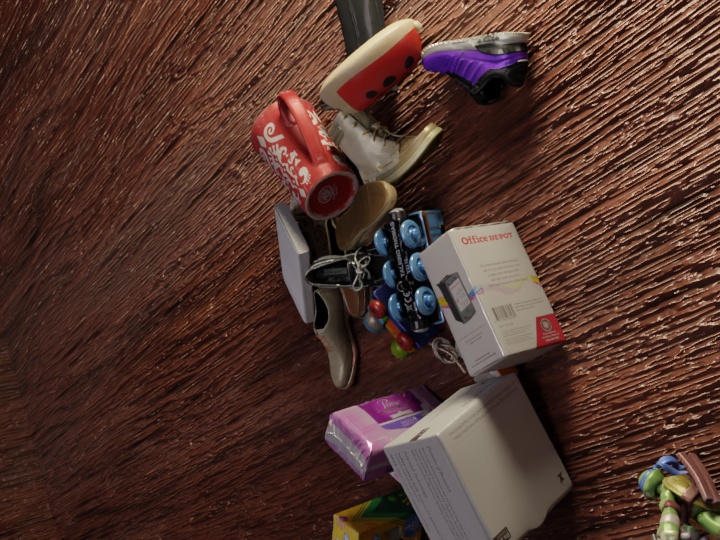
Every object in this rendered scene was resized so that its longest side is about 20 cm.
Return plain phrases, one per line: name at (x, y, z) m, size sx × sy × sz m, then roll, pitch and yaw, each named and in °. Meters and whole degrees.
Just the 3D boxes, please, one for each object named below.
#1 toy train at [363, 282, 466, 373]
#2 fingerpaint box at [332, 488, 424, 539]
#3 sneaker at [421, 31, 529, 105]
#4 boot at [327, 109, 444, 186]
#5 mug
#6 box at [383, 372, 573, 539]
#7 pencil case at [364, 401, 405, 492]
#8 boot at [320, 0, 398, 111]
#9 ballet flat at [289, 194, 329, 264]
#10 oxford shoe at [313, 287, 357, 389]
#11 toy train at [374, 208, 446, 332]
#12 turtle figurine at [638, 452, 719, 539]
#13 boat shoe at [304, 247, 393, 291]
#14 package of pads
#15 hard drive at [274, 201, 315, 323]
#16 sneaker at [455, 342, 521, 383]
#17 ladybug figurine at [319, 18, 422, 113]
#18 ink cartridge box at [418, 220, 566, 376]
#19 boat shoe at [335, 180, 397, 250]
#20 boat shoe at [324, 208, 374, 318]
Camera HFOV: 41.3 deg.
toy train at (0.087, 0.119, 1.608) m, size 0.200 × 0.084 × 0.116 m, roll 49°, pitch 150°, yaw 10°
fingerpaint box at (0.029, 0.507, 1.674) m, size 0.073 × 0.166 × 0.202 m, roll 24°, pitch 114°, yaw 45°
sneaker at (0.167, -0.295, 1.424) m, size 0.199 × 0.069 × 0.100 m, roll 4°, pitch 103°, yaw 50°
boot at (0.035, -0.221, 1.563) m, size 0.155 × 0.072 × 0.200 m, roll 53°, pitch 141°, yaw 2°
mug at (-0.105, -0.201, 1.675) m, size 0.133 × 0.177 × 0.200 m, roll -40°, pitch 55°, yaw 8°
box at (0.175, 0.289, 1.399) m, size 0.130 × 0.198 × 0.201 m, roll -26°, pitch 92°, yaw 49°
pencil case at (0.063, 0.313, 1.660) m, size 0.200 × 0.083 × 0.091 m, roll 39°, pitch 147°, yaw 38°
boot at (-0.020, -0.385, 1.627) m, size 0.164 × 0.065 × 0.202 m, roll -10°, pitch 95°, yaw 38°
ballet flat at (-0.097, -0.085, 1.787) m, size 0.076 × 0.064 × 0.201 m, roll -37°, pitch 68°, yaw 48°
oxford shoe at (-0.055, 0.124, 1.770) m, size 0.071 × 0.073 × 0.202 m, roll -4°, pitch 94°, yaw 50°
toy train at (0.094, -0.003, 1.535) m, size 0.086 × 0.114 × 0.202 m, roll -16°, pitch 85°, yaw 42°
turtle figurine at (0.420, 0.345, 1.195) m, size 0.193 × 0.200 × 0.144 m, roll 16°, pitch 144°, yaw 43°
boat shoe at (-0.001, -0.003, 1.626) m, size 0.198 × 0.068 × 0.074 m, roll 0°, pitch 103°, yaw 20°
package of pads at (0.053, 0.265, 1.571) m, size 0.120 × 0.199 × 0.076 m, roll 40°, pitch 131°, yaw 42°
hard drive at (-0.122, -0.012, 1.783) m, size 0.201 × 0.026 × 0.132 m, roll 89°, pitch 158°, yaw -49°
sneaker at (0.170, 0.090, 1.497) m, size 0.092 × 0.075 × 0.201 m, roll -42°, pitch 64°, yaw 50°
ladybug figurine at (0.024, -0.315, 1.499) m, size 0.200 × 0.136 × 0.072 m, roll -36°, pitch 91°, yaw 28°
ink cartridge box at (0.193, 0.040, 1.399) m, size 0.086 × 0.147 × 0.201 m, roll -41°, pitch 65°, yaw 44°
boat shoe at (0.021, -0.093, 1.598) m, size 0.200 × 0.064 × 0.072 m, roll 139°, pitch 126°, yaw -59°
boat shoe at (-0.027, -0.009, 1.715) m, size 0.072 × 0.068 × 0.202 m, roll -9°, pitch 90°, yaw 50°
